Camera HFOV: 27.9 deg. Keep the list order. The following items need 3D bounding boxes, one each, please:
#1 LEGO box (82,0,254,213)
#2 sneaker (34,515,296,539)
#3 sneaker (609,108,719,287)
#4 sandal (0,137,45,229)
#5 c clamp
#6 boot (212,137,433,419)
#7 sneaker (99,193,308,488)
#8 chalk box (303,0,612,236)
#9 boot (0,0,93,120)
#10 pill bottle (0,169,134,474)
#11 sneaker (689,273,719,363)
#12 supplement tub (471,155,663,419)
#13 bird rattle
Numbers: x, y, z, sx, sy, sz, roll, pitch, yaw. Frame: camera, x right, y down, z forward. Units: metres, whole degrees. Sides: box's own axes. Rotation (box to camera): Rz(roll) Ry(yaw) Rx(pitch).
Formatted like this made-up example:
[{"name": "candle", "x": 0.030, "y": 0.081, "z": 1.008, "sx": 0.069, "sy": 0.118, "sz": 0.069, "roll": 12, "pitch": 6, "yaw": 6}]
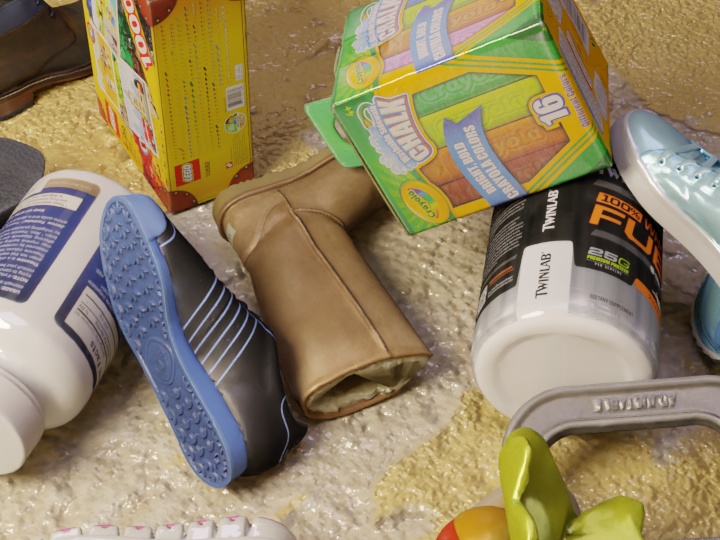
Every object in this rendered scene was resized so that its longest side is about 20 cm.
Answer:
[{"name": "LEGO box", "x": -0.150, "y": -0.171, "z": 1.113, "sx": 0.077, "sy": 0.200, "sz": 0.149, "roll": -22, "pitch": 48, "yaw": -21}, {"name": "sneaker", "x": -0.127, "y": 0.198, "z": 0.831, "sx": 0.199, "sy": 0.074, "sz": 0.088, "roll": -6, "pitch": 39, "yaw": -13}, {"name": "sneaker", "x": 0.251, "y": -0.046, "z": 0.958, "sx": 0.074, "sy": 0.082, "sz": 0.200, "roll": -19, "pitch": 64, "yaw": -47}, {"name": "sandal", "x": -0.288, "y": -0.033, "z": 1.023, "sx": 0.076, "sy": 0.043, "sz": 0.200, "roll": 25, "pitch": 40, "yaw": 0}, {"name": "c clamp", "x": 0.184, "y": 0.146, "z": 0.882, "sx": 0.199, "sy": 0.027, "sz": 0.172, "roll": 0, "pitch": 74, "yaw": 11}, {"name": "boot", "x": 0.000, "y": 0.000, "z": 1.044, "sx": 0.175, "sy": 0.066, "sz": 0.200, "roll": -24, "pitch": 50, "yaw": -10}, {"name": "sneaker", "x": -0.102, "y": 0.038, "z": 0.946, "sx": 0.078, "sy": 0.070, "sz": 0.201, "roll": -21, "pitch": 89, "yaw": -41}, {"name": "chalk box", "x": 0.058, "y": -0.119, "z": 0.998, "sx": 0.199, "sy": 0.125, "sz": 0.124, "roll": -20, "pitch": 36, "yaw": 22}, {"name": "boot", "x": -0.266, "y": -0.211, "z": 1.225, "sx": 0.075, "sy": 0.097, "sz": 0.200, "roll": 27, "pitch": 51, "yaw": 24}, {"name": "pill bottle", "x": -0.216, "y": 0.034, "z": 0.969, "sx": 0.111, "sy": 0.111, "sz": 0.200, "roll": 13, "pitch": 46, "yaw": 12}, {"name": "sneaker", "x": 0.284, "y": -0.014, "z": 1.033, "sx": 0.078, "sy": 0.090, "sz": 0.200, "roll": 10, "pitch": 49, "yaw": 10}, {"name": "supplement tub", "x": 0.145, "y": 0.002, "z": 0.996, "sx": 0.122, "sy": 0.123, "sz": 0.200, "roll": 6, "pitch": 45, "yaw": 6}, {"name": "bird rattle", "x": 0.073, "y": 0.184, "z": 0.817, "sx": 0.113, "sy": 0.200, "sz": 0.163, "roll": 37, "pitch": 13, "yaw": -5}]
